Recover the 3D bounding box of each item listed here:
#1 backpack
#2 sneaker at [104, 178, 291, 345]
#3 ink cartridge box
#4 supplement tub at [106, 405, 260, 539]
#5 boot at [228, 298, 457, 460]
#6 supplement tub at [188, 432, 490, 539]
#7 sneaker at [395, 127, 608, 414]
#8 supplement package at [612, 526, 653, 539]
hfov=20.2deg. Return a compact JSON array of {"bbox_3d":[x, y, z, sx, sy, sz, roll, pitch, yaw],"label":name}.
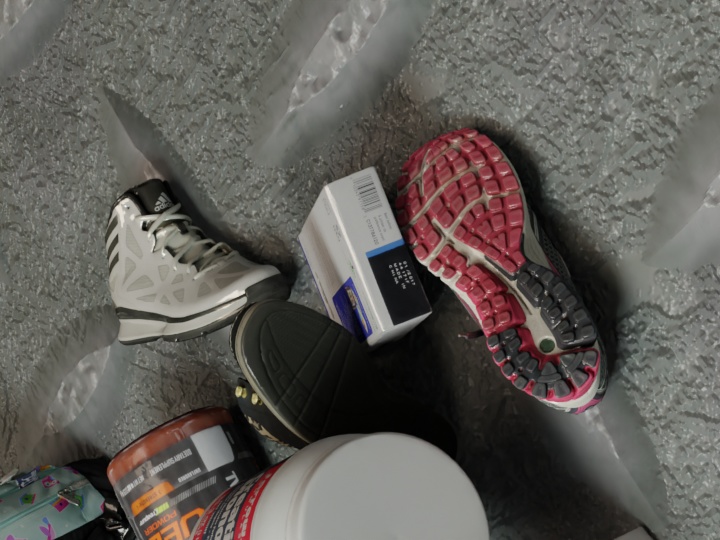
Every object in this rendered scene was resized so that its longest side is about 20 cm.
[{"bbox_3d":[-0.291,0.246,1.658,0.126,0.199,0.168,38,131,33],"label":"backpack"},{"bbox_3d":[-0.134,-0.011,1.475,0.200,0.075,0.116,-10,99,52],"label":"sneaker"},{"bbox_3d":[0.000,0.000,1.315,0.200,0.039,0.100,136,111,-79],"label":"ink cartridge box"},{"bbox_3d":[-0.101,0.209,1.502,0.107,0.107,0.201,-42,73,48],"label":"supplement tub"},{"bbox_3d":[-0.046,0.078,1.347,0.153,0.203,0.074,12,69,50],"label":"boot"},{"bbox_3d":[-0.018,0.180,1.245,0.141,0.140,0.200,66,152,6],"label":"supplement tub"},{"bbox_3d":[0.085,0.003,1.238,0.080,0.075,0.201,-29,65,8],"label":"sneaker"},{"bbox_3d":[0.118,0.260,1.196,0.120,0.199,0.122,48,135,25],"label":"supplement package"}]
